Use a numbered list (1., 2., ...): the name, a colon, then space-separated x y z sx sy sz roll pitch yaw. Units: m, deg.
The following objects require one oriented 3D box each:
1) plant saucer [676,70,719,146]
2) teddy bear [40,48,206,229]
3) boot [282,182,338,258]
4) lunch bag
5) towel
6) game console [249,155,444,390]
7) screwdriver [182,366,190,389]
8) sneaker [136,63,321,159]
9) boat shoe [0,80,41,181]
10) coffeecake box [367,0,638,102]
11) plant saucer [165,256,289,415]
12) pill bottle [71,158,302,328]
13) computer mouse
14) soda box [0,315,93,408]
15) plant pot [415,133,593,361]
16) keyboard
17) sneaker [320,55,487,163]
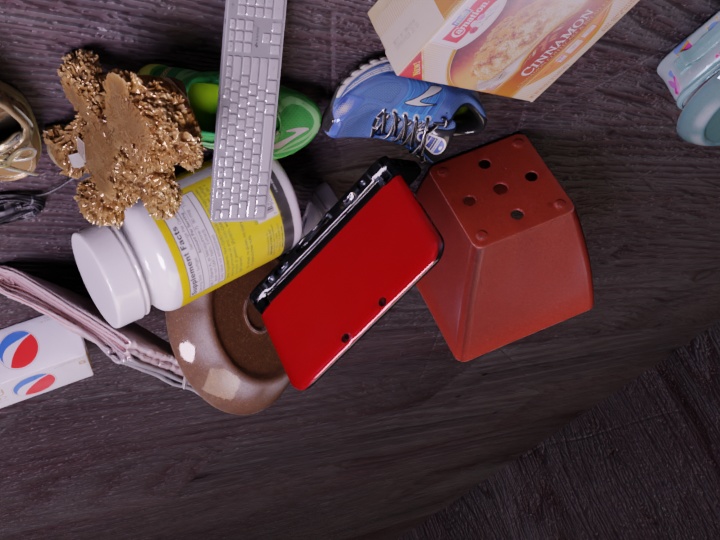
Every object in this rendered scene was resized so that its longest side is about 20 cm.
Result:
1. plant saucer: 0.474 -0.209 1.222 0.197 0.028 0.201 -21 157 -9
2. teddy bear: -0.188 -0.103 0.816 0.066 0.146 0.200 -34 170 -38
3. boot: -0.058 -0.026 1.190 0.095 0.074 0.201 -29 159 -9
4. lunch bag: 0.463 -0.264 1.226 0.159 0.078 0.200 -2 148 -44
5. towel: -0.259 0.064 1.057 0.033 0.189 0.200 -60 156 -5
6. game console: 0.000 0.000 0.997 0.200 0.119 0.172 -44 170 16
7. screwdriver: -0.168 0.029 1.060 0.029 0.203 0.028 18 149 -9
8. sneaker: -0.104 -0.131 0.886 0.198 0.083 0.076 0 104 -47
9. boat shoe: -0.292 -0.113 0.768 0.072 0.063 0.201 -25 158 -3
10. coffeecake box: 0.130 -0.234 0.895 0.198 0.074 0.153 -1 148 -45
11. plant saucer: -0.118 0.047 1.071 0.036 0.205 0.199 -12 170 37
12. pill bottle: -0.164 -0.033 0.969 0.198 0.115 0.115 -28 161 -25
13. computer mouse: -0.259 -0.074 0.928 0.197 0.034 0.059 -23 158 -6
14. soda box: -0.403 0.111 1.137 0.197 0.064 0.068 -20 157 -15
15. plant pot: 0.169 -0.045 1.261 0.197 0.202 0.178 -20 146 -11
16. keyboard: -0.091 -0.140 0.829 0.055 0.011 0.204 -3 107 -34
17. sneaker: 0.050 -0.154 0.999 0.197 0.090 0.079 -14 154 -34
